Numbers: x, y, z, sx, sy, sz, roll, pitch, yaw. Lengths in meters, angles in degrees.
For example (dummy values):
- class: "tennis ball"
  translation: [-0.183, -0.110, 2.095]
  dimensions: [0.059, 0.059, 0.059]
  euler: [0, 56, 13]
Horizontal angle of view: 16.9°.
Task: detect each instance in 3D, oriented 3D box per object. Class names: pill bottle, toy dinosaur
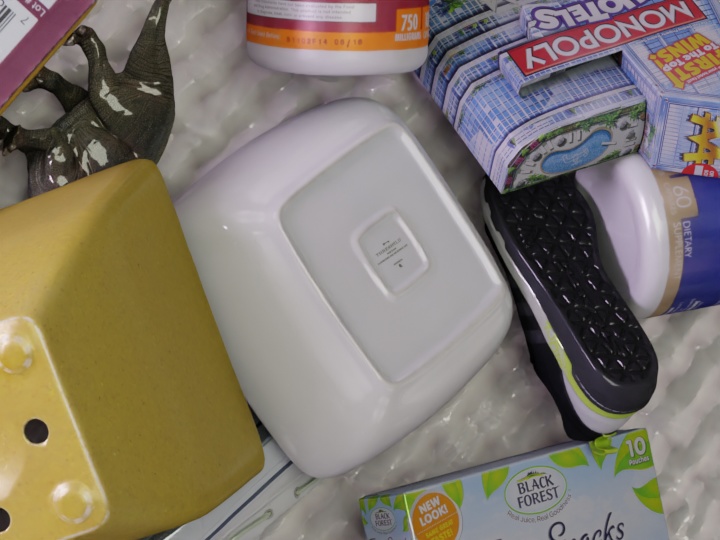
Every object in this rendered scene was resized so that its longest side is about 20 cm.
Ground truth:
- class: "pill bottle"
  translation: [-0.012, -0.222, 1.451]
  dimensions: [0.112, 0.113, 0.202]
  euler: [-3, 102, -19]
- class: "pill bottle"
  translation: [0.245, -0.040, 1.546]
  dimensions: [0.198, 0.116, 0.117]
  euler: [-10, 88, -20]
- class: "toy dinosaur"
  translation: [-0.157, -0.080, 1.444]
  dimensions: [0.102, 0.077, 0.201]
  euler: [38, 70, -24]

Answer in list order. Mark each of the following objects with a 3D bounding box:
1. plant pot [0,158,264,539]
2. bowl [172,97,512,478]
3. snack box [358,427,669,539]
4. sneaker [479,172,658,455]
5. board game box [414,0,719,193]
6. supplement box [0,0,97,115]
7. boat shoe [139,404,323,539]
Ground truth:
- class: "plant pot"
  translation: [-0.185, 0.074, 1.301]
  dimensions: [0.194, 0.200, 0.196]
  euler: [-19, 98, 10]
- class: "bowl"
  translation: [0.000, 0.000, 1.446]
  dimensions: [0.200, 0.074, 0.201]
  euler: [-37, 96, -42]
- class: "snack box"
  translation: [0.103, 0.185, 1.484]
  dimensions: [0.199, 0.053, 0.144]
  euler: [-12, 88, -37]
- class: "sneaker"
  translation: [0.116, 0.024, 1.512]
  dimensions: [0.071, 0.083, 0.201]
  euler: [-4, 56, -26]
- class: "board game box"
  translation: [0.153, -0.126, 1.490]
  dimensions: [0.199, 0.062, 0.200]
  euler: [-18, 49, -20]
- class: "supplement box"
  translation: [-0.240, -0.139, 1.343]
  dimensions: [0.131, 0.200, 0.103]
  euler: [42, 73, -11]
- class: "boat shoe"
  translation: [-0.083, 0.147, 1.437]
  dimensions: [0.200, 0.073, 0.067]
  euler: [-37, 119, -19]
